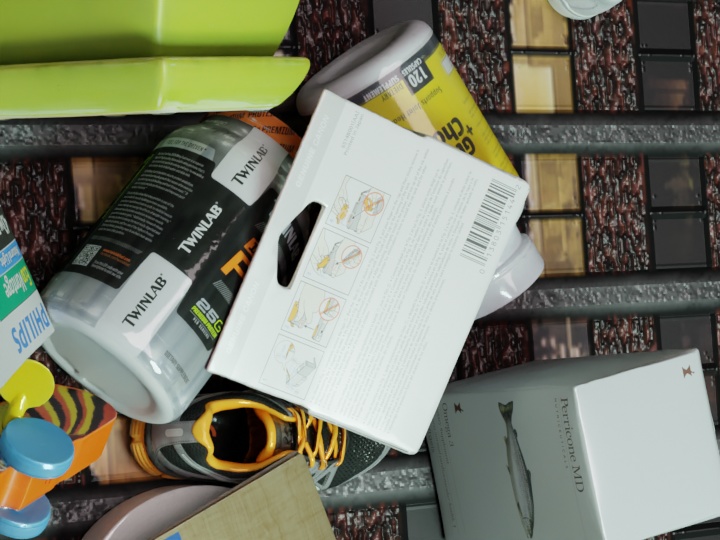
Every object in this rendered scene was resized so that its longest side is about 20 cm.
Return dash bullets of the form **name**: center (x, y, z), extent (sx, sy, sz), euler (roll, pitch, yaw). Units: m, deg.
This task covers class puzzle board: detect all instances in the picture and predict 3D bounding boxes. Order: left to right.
- **puzzle board**: center (-0.068, 0.243, 1.488), extent (0.150, 0.017, 0.201), euler (-28, 108, -25)

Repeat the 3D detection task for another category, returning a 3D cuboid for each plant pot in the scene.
- **plant pot**: center (-0.147, -0.188, 1.404), extent (0.199, 0.198, 0.183), euler (-10, 99, -60)

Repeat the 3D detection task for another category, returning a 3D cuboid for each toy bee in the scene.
- **toy bee**: center (-0.233, 0.112, 1.392), extent (0.108, 0.200, 0.132), euler (29, 97, 5)

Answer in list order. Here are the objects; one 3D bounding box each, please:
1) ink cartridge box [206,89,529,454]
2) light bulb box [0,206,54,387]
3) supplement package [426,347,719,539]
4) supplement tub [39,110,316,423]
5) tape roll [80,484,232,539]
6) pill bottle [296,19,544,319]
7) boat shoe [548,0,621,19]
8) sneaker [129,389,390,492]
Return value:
- **ink cartridge box**: center (0.000, 0.000, 1.486), extent (0.175, 0.045, 0.201), euler (23, 90, -29)
- **light bulb box**: center (-0.288, -0.011, 1.312), extent (0.124, 0.198, 0.201), euler (-21, 99, 7)
- **supplement package**: center (0.147, 0.127, 1.580), extent (0.117, 0.199, 0.118), euler (-12, 92, -31)
- **supplement tub**: center (-0.115, -0.009, 1.476), extent (0.123, 0.122, 0.201), euler (45, 66, -20)
- **tape roll**: center (-0.113, 0.245, 1.506), extent (0.201, 0.037, 0.205), euler (3, 85, -31)
- **pill bottle**: center (0.048, -0.068, 1.588), extent (0.112, 0.112, 0.201), euler (-40, 106, -28)
- **boat shoe**: center (0.147, -0.288, 1.692), extent (0.072, 0.068, 0.202), euler (-23, 98, -31)
- **sneaker**: center (-0.056, 0.116, 1.530), extent (0.199, 0.077, 0.079), euler (-1, 85, -33)
